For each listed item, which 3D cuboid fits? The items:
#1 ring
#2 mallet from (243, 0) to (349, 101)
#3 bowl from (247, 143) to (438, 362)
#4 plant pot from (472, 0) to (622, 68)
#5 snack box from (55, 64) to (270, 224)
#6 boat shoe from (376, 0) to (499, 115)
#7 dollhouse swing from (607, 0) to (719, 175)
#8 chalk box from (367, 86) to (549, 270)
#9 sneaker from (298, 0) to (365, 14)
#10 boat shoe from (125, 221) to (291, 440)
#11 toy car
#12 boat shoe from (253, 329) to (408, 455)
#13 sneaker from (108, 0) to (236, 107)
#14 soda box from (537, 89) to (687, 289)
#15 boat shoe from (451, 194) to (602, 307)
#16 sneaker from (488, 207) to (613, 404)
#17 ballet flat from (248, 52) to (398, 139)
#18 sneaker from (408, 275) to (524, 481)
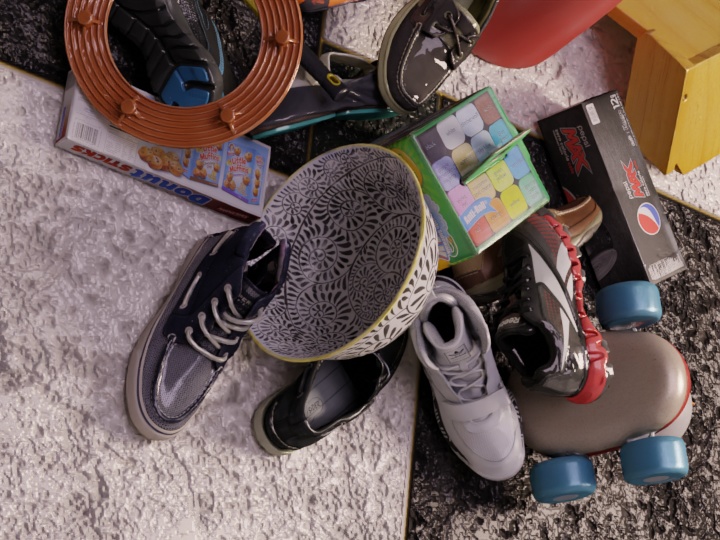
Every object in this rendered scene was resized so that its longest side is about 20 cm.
[{"bbox_3d":[-0.147,-0.201,1.569,0.200,0.019,0.201,1,82,-7],"label":"ring"},{"bbox_3d":[-0.076,-0.229,1.672,0.200,0.041,0.066,42,49,8],"label":"mallet"},{"bbox_3d":[0.000,0.000,1.617,0.094,0.200,0.201,31,58,-44],"label":"bowl"},{"bbox_3d":[0.189,-0.320,1.869,0.200,0.177,0.201,12,70,-36],"label":"plant pot"},{"bbox_3d":[-0.166,-0.107,1.613,0.200,0.024,0.072,22,62,-32],"label":"snack box"},{"bbox_3d":[0.080,-0.230,1.751,0.072,0.066,0.201,49,53,-28],"label":"boat shoe"},{"bbox_3d":[0.333,-0.236,2.055,0.200,0.176,0.182,-29,137,-41],"label":"dollhouse swing"},{"bbox_3d":[0.076,-0.076,1.685,0.124,0.200,0.124,-34,98,-40],"label":"chalk box"},{"bbox_3d":[-0.027,-0.312,1.769,0.112,0.077,0.200,56,50,-26],"label":"sneaker"},{"bbox_3d":[-0.124,0.044,1.555,0.075,0.093,0.200,34,57,-27],"label":"boat shoe"},{"bbox_3d":[0.249,0.131,1.821,0.200,0.177,0.185,30,48,-62],"label":"toy car"},{"bbox_3d":[-0.010,0.091,1.652,0.199,0.066,0.075,-33,97,-41],"label":"boat shoe"},{"bbox_3d":[-0.174,-0.223,1.628,0.200,0.073,0.082,65,20,2],"label":"sneaker"},{"bbox_3d":[0.256,-0.077,1.918,0.063,0.071,0.200,-22,91,-42],"label":"soda box"},{"bbox_3d":[0.160,-0.035,1.826,0.200,0.076,0.074,-32,94,-41],"label":"boat shoe"},{"bbox_3d":[0.159,0.027,1.713,0.098,0.071,0.201,-1,66,-36],"label":"sneaker"},{"bbox_3d":[-0.036,-0.163,1.708,0.200,0.073,0.073,-15,86,-47],"label":"ballet flat"},{"bbox_3d":[0.093,0.098,1.695,0.075,0.115,0.200,-22,86,2],"label":"sneaker"}]
